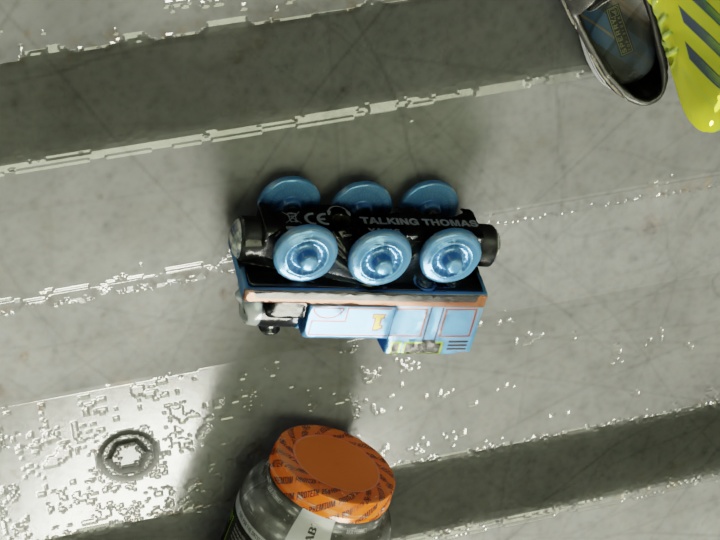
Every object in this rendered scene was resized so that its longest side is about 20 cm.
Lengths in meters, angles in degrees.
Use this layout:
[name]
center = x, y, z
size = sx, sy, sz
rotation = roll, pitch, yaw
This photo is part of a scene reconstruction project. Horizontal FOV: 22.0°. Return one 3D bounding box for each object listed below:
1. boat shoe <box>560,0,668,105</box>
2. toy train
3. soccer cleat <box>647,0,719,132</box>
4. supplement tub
[boat shoe]
center = 0.161, -0.193, 1.249
size = 0.070, 0.066, 0.201
rotation = -25, 125, -1
[toy train]
center = 0.000, 0.000, 1.313
size = 0.198, 0.087, 0.115
rotation = 1, 127, -18
[soccer cleat]
center = 0.210, -0.191, 1.226
size = 0.083, 0.065, 0.202
rotation = -3, 89, -18
[supplement tub]
center = -0.051, 0.226, 1.414
size = 0.122, 0.123, 0.201
rotation = 10, 118, -23
